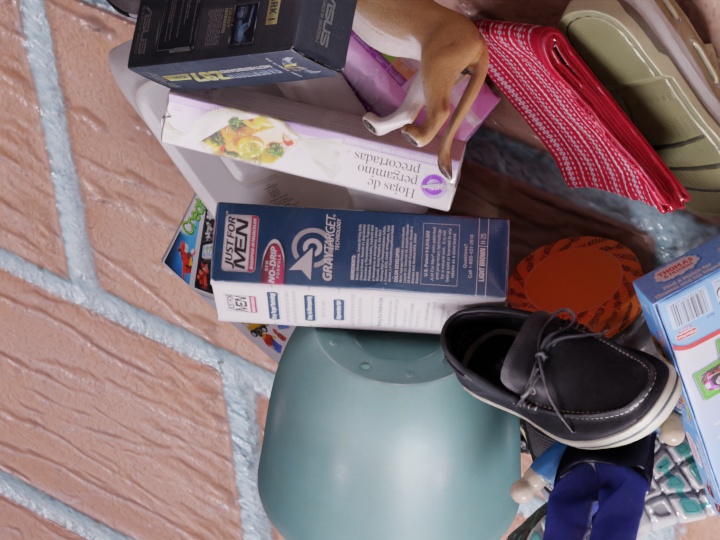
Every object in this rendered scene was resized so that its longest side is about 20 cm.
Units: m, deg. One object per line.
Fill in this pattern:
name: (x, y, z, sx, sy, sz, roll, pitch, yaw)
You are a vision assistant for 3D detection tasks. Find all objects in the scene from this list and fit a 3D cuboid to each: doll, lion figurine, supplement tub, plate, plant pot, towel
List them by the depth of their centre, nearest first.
towel: (0.130, -0.101, 1.445, 0.145, 0.022, 0.200, 50, 175, -14)
doll: (0.153, 0.133, 1.454, 0.136, 0.200, 0.048, -23, 124, 38)
lion figurine: (0.023, -0.163, 1.458, 0.200, 0.122, 0.072, 44, 168, 6)
plate: (-0.074, -0.092, 1.577, 0.199, 0.032, 0.200, -17, 113, 48)
supplement tub: (0.170, 0.081, 1.608, 0.122, 0.123, 0.200, 14, 139, 33)
plant pot: (0.026, 0.098, 1.650, 0.200, 0.201, 0.161, 24, 135, 22)

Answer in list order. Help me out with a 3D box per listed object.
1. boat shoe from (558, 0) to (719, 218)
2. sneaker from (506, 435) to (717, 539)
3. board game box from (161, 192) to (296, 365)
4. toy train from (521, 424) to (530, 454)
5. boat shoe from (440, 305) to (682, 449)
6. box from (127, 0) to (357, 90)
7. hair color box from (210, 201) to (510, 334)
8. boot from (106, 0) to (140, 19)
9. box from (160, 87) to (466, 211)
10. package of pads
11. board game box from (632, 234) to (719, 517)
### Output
boat shoe: (0.196, -0.116, 1.406, 0.075, 0.068, 0.200, 0, 141, 38)
sneaker: (0.179, 0.154, 1.548, 0.078, 0.200, 0.091, 65, 159, -3)
board game box: (-0.067, -0.028, 1.683, 0.126, 0.035, 0.200, 41, 140, 7)
toy train: (0.108, 0.068, 1.736, 0.046, 0.034, 0.200, -7, 125, 35)
boat shoe: (0.123, 0.064, 1.459, 0.200, 0.075, 0.062, 16, 157, 52)
box: (-0.063, -0.218, 1.430, 0.158, 0.200, 0.051, -2, 164, 45)
hair color box: (0.000, 0.000, 1.553, 0.200, 0.061, 0.100, 3, 162, 0)
boot: (-0.150, -0.223, 1.590, 0.200, 0.070, 0.132, 56, 158, 32)
box: (-0.032, -0.085, 1.495, 0.200, 0.041, 0.039, 13, 116, 3)
package of pads: (-0.011, -0.147, 1.560, 0.200, 0.076, 0.120, 45, 151, -6)
board game box: (0.273, 0.055, 1.461, 0.037, 0.151, 0.200, 52, 168, 56)
